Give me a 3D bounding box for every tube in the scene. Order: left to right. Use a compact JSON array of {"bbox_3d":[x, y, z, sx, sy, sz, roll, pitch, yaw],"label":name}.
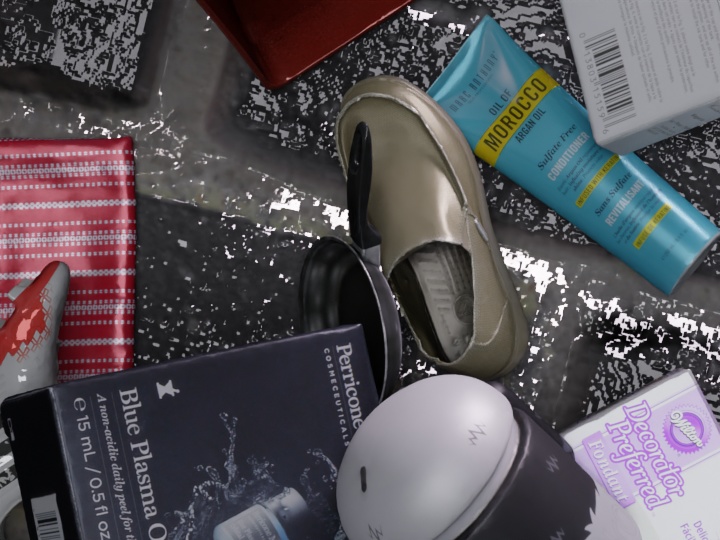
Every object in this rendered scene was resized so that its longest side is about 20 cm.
[{"bbox_3d":[0.129,-0.066,1.327,0.200,0.050,0.078,40,86,12],"label":"tube"}]

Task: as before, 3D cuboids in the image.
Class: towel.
[{"bbox_3d":[-0.213,0.016,1.363,0.143,0.022,0.202,0,87,4],"label":"towel"}]

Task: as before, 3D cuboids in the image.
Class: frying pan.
[{"bbox_3d":[-0.008,-0.002,1.299,0.031,0.115,0.192,-9,104,-27],"label":"frying pan"}]

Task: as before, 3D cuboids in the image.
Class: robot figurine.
[{"bbox_3d":[0.076,0.150,1.209,0.125,0.150,0.200,-45,108,5],"label":"robot figurine"}]

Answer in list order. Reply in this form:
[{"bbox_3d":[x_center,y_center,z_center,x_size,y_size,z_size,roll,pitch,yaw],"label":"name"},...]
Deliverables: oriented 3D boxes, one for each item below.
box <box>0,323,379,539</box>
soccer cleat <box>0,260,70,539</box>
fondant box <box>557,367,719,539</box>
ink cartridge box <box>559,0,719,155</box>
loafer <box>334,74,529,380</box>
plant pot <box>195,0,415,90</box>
[{"bbox_3d":[-0.086,0.148,1.261,0.198,0.117,0.199,-11,86,-25],"label":"box"},{"bbox_3d":[-0.207,0.093,1.318,0.085,0.069,0.201,24,92,-3],"label":"soccer cleat"},{"bbox_3d":[0.143,0.168,1.306,0.199,0.058,0.145,-28,85,2],"label":"fondant box"},{"bbox_3d":[0.197,-0.192,1.275,0.172,0.043,0.202,-20,73,27],"label":"ink cartridge box"},{"bbox_3d":[0.041,-0.026,1.310,0.075,0.068,0.201,-28,86,22],"label":"loafer"},{"bbox_3d":[-0.035,-0.258,1.283,0.199,0.200,0.177,-32,74,3],"label":"plant pot"}]
